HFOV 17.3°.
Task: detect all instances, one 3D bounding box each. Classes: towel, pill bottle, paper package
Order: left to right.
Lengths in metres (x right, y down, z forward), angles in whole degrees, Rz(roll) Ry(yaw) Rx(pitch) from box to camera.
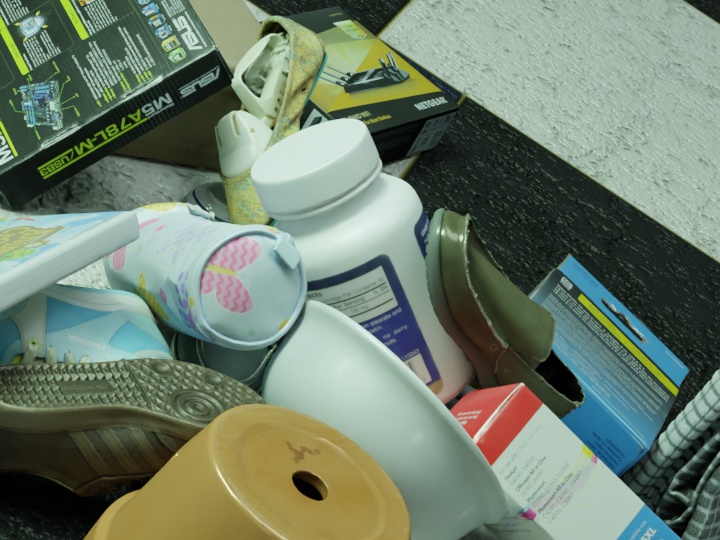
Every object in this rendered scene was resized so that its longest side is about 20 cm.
[{"bbox_3d":[-0.177,-0.189,1.940,0.190,0.104,0.200,7,36,-40],"label":"paper package"},{"bbox_3d":[0.000,0.000,1.692,0.120,0.119,0.201,-75,145,-62],"label":"pill bottle"},{"bbox_3d":[0.321,0.138,1.861,0.199,0.166,0.086,-4,49,-49],"label":"towel"}]

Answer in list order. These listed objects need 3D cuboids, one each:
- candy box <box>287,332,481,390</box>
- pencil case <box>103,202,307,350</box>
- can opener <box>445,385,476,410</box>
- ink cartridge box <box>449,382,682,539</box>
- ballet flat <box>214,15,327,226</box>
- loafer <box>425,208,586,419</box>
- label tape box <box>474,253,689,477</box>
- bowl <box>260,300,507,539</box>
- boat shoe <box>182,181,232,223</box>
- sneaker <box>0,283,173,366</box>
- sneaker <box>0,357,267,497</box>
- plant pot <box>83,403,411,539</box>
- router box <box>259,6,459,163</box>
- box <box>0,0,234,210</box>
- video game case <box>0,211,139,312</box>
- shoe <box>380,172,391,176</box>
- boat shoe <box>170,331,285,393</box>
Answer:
[{"bbox_3d":[0.027,0.048,1.846,0.199,0.026,0.102,22,28,-22],"label":"candy box"},{"bbox_3d":[-0.108,0.001,1.624,0.084,0.090,0.200,63,-17,-17],"label":"pencil case"},{"bbox_3d":[0.103,0.135,1.756,0.199,0.067,0.053,33,28,18],"label":"can opener"},{"bbox_3d":[0.114,0.143,1.627,0.200,0.067,0.116,45,-16,-8],"label":"ink cartridge box"},{"bbox_3d":[-0.078,-0.117,1.831,0.070,0.071,0.201,25,54,-13],"label":"ballet flat"},{"bbox_3d":[0.104,0.033,1.670,0.075,0.069,0.201,-79,148,-48],"label":"loafer"},{"bbox_3d":[0.176,0.081,1.884,0.144,0.063,0.200,44,22,2],"label":"label tape box"},{"bbox_3d":[-0.003,0.123,1.576,0.201,0.090,0.201,42,-15,14],"label":"bowl"},{"bbox_3d":[-0.053,-0.056,1.891,0.199,0.067,0.074,4,38,-44],"label":"boat shoe"},{"bbox_3d":[-0.184,0.071,1.525,0.199,0.080,0.131,-1,40,-46],"label":"sneaker"},{"bbox_3d":[-0.153,0.102,1.478,0.199,0.076,0.071,6,33,-24],"label":"sneaker"},{"bbox_3d":[-0.061,0.176,1.413,0.199,0.140,0.201,25,29,-14],"label":"plant pot"},{"bbox_3d":[-0.023,-0.161,2.114,0.157,0.052,0.200,40,28,16],"label":"router box"},{"bbox_3d":[-0.217,-0.165,1.782,0.200,0.192,0.048,57,-1,41],"label":"box"},{"bbox_3d":[-0.265,-0.001,1.499,0.181,0.022,0.200,-2,14,25],"label":"video game case"},{"bbox_3d":[0.028,-0.003,1.804,0.091,0.072,0.201,15,35,-51],"label":"shoe"},{"bbox_3d":[-0.086,0.033,1.711,0.072,0.062,0.200,30,27,-5],"label":"boat shoe"}]
